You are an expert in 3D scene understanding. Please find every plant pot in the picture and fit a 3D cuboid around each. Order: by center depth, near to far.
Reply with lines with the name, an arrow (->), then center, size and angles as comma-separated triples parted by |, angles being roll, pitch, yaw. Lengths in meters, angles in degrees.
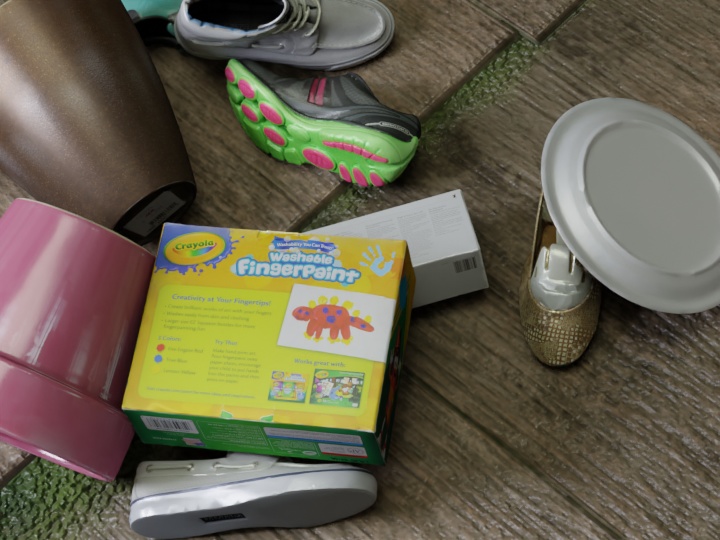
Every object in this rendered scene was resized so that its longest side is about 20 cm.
plant pot -> -0.252, 0.049, 1.574 | 0.200, 0.200, 0.179 | 20, 79, 22
plant pot -> -0.235, -0.121, 1.728 | 0.187, 0.187, 0.200 | -35, 73, -11

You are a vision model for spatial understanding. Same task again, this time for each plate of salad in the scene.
plate of salad -> 0.230, -0.051, 1.618 | 0.200, 0.048, 0.200 | 13, 58, -22

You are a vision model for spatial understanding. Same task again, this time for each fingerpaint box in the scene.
fingerpaint box -> -0.068, 0.056, 1.556 | 0.200, 0.073, 0.167 | 4, 63, 11

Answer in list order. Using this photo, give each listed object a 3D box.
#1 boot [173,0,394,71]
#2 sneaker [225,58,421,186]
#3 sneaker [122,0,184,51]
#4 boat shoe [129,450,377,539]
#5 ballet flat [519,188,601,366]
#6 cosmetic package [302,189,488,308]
boot -> -0.064, -0.219, 1.762 | 0.200, 0.096, 0.074 | -4, 86, -7
sneaker -> -0.034, -0.137, 1.754 | 0.200, 0.077, 0.084 | 27, 49, 22
sneaker -> -0.143, -0.244, 1.839 | 0.200, 0.071, 0.080 | -14, 62, 7
boat shoe -> -0.086, 0.164, 1.571 | 0.200, 0.071, 0.070 | -9, 60, 14
ballet flat -> 0.166, -0.019, 1.633 | 0.070, 0.065, 0.200 | 0, 59, 11
cosmetic package -> 0.000, 0.000, 1.656 | 0.200, 0.051, 0.083 | -15, 43, 2
